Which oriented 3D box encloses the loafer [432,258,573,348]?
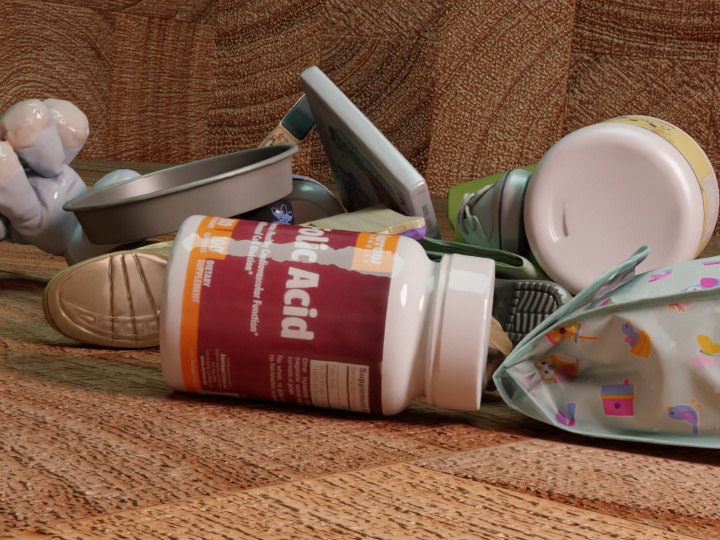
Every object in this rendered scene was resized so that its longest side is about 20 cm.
[{"bbox_3d":[0.109,0.042,1.413,0.070,0.076,0.200,31,-11,-39],"label":"loafer"}]

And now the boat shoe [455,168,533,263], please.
[{"bbox_3d":[0.115,-0.040,1.505,0.069,0.071,0.200,14,-12,9],"label":"boat shoe"}]

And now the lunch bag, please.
[{"bbox_3d":[0.197,0.049,1.124,0.199,0.123,0.170,-5,6,20],"label":"lunch bag"}]

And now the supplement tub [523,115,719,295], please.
[{"bbox_3d":[0.223,-0.055,1.460,0.145,0.146,0.200,7,10,15],"label":"supplement tub"}]

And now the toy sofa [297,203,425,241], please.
[{"bbox_3d":[0.000,0.000,1.474,0.097,0.083,0.200,-14,9,-9],"label":"toy sofa"}]

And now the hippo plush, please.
[{"bbox_3d":[-0.268,-0.038,1.552,0.160,0.201,0.159,33,33,13],"label":"hippo plush"}]

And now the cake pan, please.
[{"bbox_3d":[-0.143,-0.062,1.429,0.199,0.037,0.200,-13,9,2],"label":"cake pan"}]

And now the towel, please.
[{"bbox_3d":[0.143,0.018,1.509,0.152,0.024,0.200,12,-13,46],"label":"towel"}]

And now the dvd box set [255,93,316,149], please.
[{"bbox_3d":[-0.115,-0.085,1.708,0.029,0.200,0.146,41,21,-6],"label":"dvd box set"}]

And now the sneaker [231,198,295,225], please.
[{"bbox_3d":[-0.120,-0.016,1.513,0.070,0.078,0.199,13,-12,-39],"label":"sneaker"}]

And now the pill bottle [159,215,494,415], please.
[{"bbox_3d":[-0.019,0.030,1.099,0.199,0.115,0.114,6,6,6],"label":"pill bottle"}]

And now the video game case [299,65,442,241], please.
[{"bbox_3d":[0.019,-0.070,1.606,0.024,0.182,0.200,-31,48,-11],"label":"video game case"}]

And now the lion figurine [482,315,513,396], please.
[{"bbox_3d":[0.006,0.041,1.229,0.199,0.073,0.123,2,-31,34],"label":"lion figurine"}]

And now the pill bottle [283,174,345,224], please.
[{"bbox_3d":[-0.066,-0.036,1.739,0.111,0.113,0.200,5,5,-5],"label":"pill bottle"}]

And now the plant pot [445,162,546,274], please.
[{"bbox_3d":[0.184,-0.032,1.709,0.189,0.201,0.200,-6,4,7],"label":"plant pot"}]

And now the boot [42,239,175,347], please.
[{"bbox_3d":[-0.176,0.013,1.345,0.199,0.073,0.155,-14,8,-34],"label":"boot"}]
